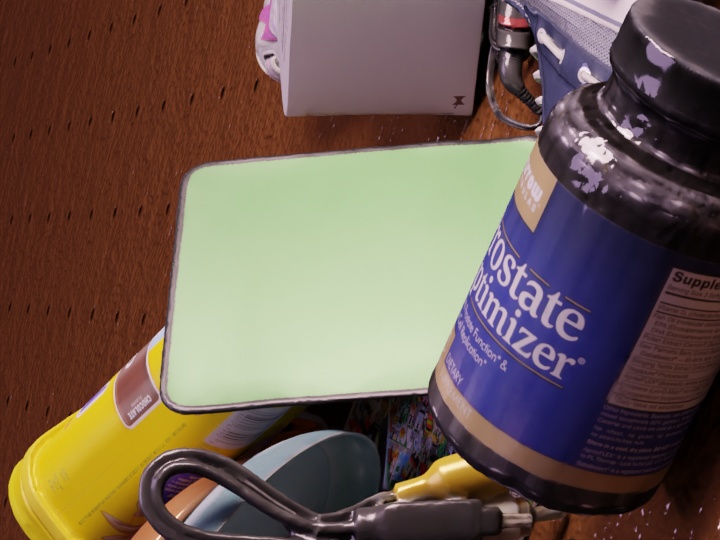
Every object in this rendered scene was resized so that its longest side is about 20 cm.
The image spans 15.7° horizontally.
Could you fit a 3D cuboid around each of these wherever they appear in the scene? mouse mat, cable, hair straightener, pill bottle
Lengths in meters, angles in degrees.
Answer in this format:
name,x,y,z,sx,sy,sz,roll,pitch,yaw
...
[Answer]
name,x,y,z,sx,sy,sz,roll,pitch,yaw
mouse mat,0.000,0.000,1.316,0.008,0.198,0.162,75,-166,-51
cable,-0.003,0.127,1.211,0.050,0.198,0.098,64,-154,-85
hair straightener,0.089,-0.165,1.406,0.077,0.041,0.202,98,173,-70
pill bottle,0.112,-0.007,1.093,0.112,0.111,0.201,-108,36,-57

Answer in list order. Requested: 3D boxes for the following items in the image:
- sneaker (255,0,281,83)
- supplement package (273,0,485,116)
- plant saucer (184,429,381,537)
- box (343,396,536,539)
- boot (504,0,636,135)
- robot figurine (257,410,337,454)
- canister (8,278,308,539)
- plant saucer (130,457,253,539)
name,x,y,z,sx,sy,sz,roll,pitch,yaw
sneaker,-0.020,-0.149,1.640,0.200,0.081,0.089,-109,35,-72
supplement package,0.007,-0.193,1.490,0.110,0.113,0.201,95,172,-45
plant saucer,-0.062,0.160,1.305,0.027,0.200,0.201,33,117,23
box,0.044,0.084,1.346,0.200,0.034,0.111,-121,48,-64
boot,0.101,-0.096,1.242,0.091,0.072,0.200,-68,20,8
robot figurine,-0.061,0.139,1.574,0.200,0.058,0.146,173,111,-70
canister,-0.086,0.071,1.428,0.200,0.087,0.148,-43,-6,40
plant saucer,-0.078,0.189,1.390,0.037,0.199,0.202,24,102,37
